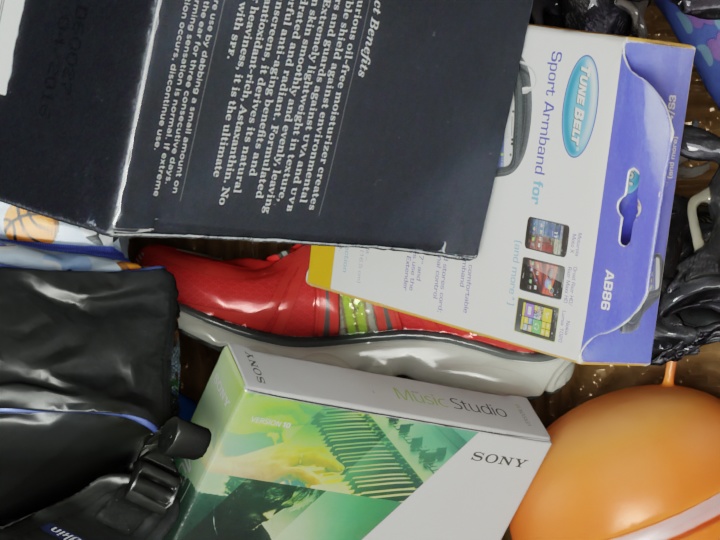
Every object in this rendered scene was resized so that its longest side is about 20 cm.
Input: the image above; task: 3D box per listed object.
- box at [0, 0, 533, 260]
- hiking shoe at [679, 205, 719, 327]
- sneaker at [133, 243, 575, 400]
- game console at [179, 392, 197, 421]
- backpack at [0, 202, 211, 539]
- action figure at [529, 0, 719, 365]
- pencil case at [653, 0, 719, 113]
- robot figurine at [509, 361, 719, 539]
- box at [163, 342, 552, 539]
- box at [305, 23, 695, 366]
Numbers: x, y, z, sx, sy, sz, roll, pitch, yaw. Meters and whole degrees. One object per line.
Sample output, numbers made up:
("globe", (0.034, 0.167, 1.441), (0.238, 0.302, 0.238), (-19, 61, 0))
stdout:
("box", (-0.078, -0.086, 0.934), (0.200, 0.198, 0.123), (18, 98, 38))
("hiking shoe", (0.206, 0.010, 1.069), (0.200, 0.101, 0.076), (-1, 99, 8))
("sneaker", (0.000, 0.000, 1.109), (0.200, 0.077, 0.085), (7, 101, -5))
("game console", (-0.191, 0.113, 1.174), (0.200, 0.118, 0.171), (24, 69, 3))
("backpack", (-0.168, 0.041, 1.039), (0.200, 0.191, 0.154), (9, 65, -9))
("action figure", (0.119, -0.068, 1.011), (0.102, 0.119, 0.200), (1, 66, -27))
("pencil case", (0.143, -0.160, 1.065), (0.087, 0.078, 0.200), (-28, 95, 26))
("robot figurine", (0.135, 0.134, 1.089), (0.144, 0.117, 0.200), (-17, 97, 42))
("box", (-0.025, 0.129, 1.059), (0.144, 0.036, 0.200), (11, 117, -28))
("box", (0.056, -0.036, 0.981), (0.041, 0.200, 0.119), (2, 98, -38))
